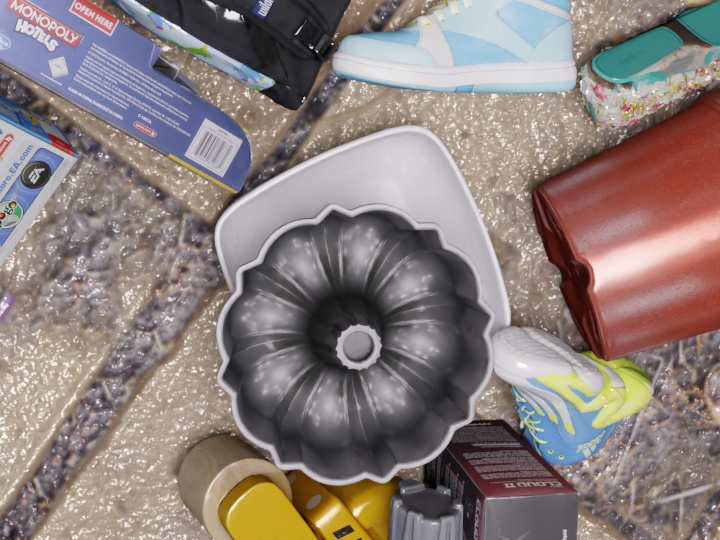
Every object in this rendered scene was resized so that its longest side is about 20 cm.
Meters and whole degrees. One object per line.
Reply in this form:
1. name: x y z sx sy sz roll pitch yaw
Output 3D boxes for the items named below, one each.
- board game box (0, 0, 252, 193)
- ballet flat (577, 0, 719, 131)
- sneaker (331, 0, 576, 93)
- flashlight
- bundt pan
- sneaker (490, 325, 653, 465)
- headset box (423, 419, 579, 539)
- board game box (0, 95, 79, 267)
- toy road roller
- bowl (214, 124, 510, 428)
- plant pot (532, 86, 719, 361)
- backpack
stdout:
1. board game box: -0.187 -0.142 0.791 0.199 0.200 0.062 29 91 -34
2. ballet flat: 0.260 -0.168 0.922 0.199 0.076 0.064 -21 140 -14
3. sneaker: 0.074 -0.203 0.873 0.199 0.079 0.131 -2 102 -20
4. flashlight: 0.048 0.262 0.842 0.067 0.068 0.201 7 108 13
5. bundt pan: -0.008 0.047 0.823 0.201 0.076 0.203 -2 100 -10
6. sneaker: 0.156 0.111 0.915 0.199 0.076 0.105 17 109 -41
7. headset box: 0.106 0.216 0.886 0.075 0.200 0.150 -1 99 -10
8. board game box: -0.330 -0.050 0.770 0.200 0.056 0.195 -52 136 9
9. toy road roller: -0.033 0.194 0.901 0.146 0.123 0.200 -41 110 -14
10. bowl: 0.000 0.000 0.894 0.199 0.075 0.201 -24 103 -5
11. plant pot: 0.249 -0.032 0.886 0.194 0.201 0.202 -21 103 2
12. backpack: -0.114 -0.229 0.809 0.199 0.154 0.164 17 99 -35
